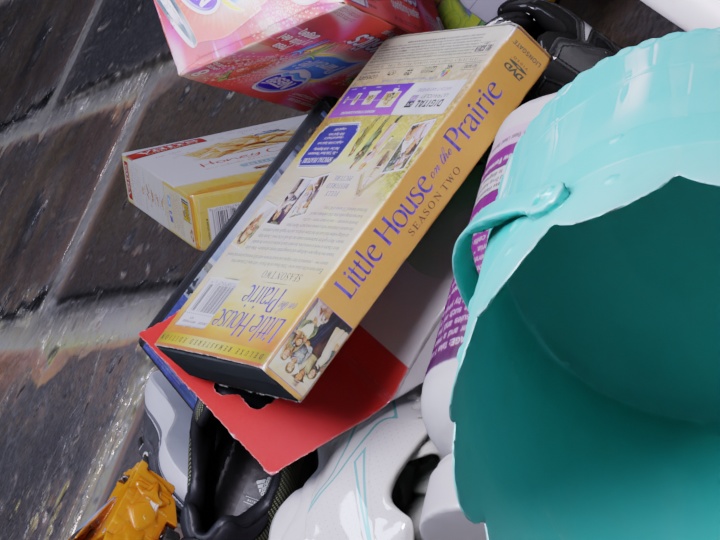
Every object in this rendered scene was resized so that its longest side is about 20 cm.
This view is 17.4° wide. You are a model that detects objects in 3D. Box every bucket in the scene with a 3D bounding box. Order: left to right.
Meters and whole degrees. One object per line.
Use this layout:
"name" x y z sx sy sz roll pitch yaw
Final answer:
"bucket" 0.128 0.024 0.816 0.207 0.207 0.135 -50 16 29

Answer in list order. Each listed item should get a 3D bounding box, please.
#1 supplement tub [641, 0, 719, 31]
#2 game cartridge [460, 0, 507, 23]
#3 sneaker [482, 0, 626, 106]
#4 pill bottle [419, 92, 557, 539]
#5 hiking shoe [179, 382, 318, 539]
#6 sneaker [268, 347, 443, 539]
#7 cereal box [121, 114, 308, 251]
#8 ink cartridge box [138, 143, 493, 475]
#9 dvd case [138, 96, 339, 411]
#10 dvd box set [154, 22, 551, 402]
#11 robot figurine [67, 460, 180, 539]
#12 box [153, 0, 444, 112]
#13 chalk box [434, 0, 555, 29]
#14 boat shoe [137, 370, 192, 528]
"supplement tub" 0.210 -0.163 0.926 0.200 0.145 0.145 -58 21 10
"game cartridge" 0.126 -0.218 1.206 0.200 0.042 0.133 -49 -2 35
"sneaker" 0.089 -0.101 1.205 0.071 0.098 0.200 -63 19 2
"pill bottle" 0.089 0.032 1.013 0.112 0.112 0.200 -29 38 55
"hiking shoe" -0.039 0.066 1.202 0.101 0.076 0.200 62 -138 -67
"sneaker" 0.015 0.083 1.143 0.080 0.070 0.200 -23 38 28
"cereal box" -0.058 -0.058 1.448 0.200 0.144 0.040 -149 49 -69
"ink cartridge box" 0.000 0.000 1.162 0.200 0.050 0.161 -28 35 -16
"dvd case" -0.028 0.023 1.305 0.018 0.143 0.200 -11 -35 -55
"dvd box set" -0.006 -0.030 1.111 0.200 0.029 0.146 -54 20 -14
"robot figurine" -0.126 0.213 1.273 0.058 0.145 0.200 -39 20 55
"box" -0.034 -0.153 1.217 0.095 0.103 0.200 -21 -7 15
"chalk box" 0.056 -0.208 1.380 0.200 0.124 0.124 -58 20 15
"boat shoe" -0.103 0.122 1.432 0.200 0.070 0.066 -132 54 -65
